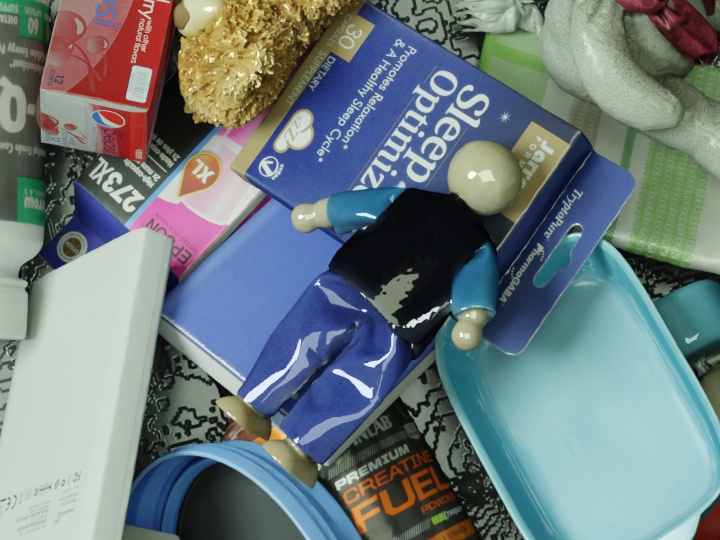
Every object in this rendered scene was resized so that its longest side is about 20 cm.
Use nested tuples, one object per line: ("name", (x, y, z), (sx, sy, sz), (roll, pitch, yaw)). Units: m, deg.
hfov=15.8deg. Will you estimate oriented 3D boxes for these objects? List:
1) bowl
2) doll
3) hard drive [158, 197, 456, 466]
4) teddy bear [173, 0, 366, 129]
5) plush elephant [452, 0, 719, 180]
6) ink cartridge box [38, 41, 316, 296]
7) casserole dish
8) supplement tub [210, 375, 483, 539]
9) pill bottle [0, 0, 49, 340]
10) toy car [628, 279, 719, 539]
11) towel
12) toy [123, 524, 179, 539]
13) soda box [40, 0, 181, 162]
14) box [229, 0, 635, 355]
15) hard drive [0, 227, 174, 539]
("bowl", (-0.056, 0.188, 1.428), (0.039, 0.200, 0.202), (-22, 86, -40))
("doll", (0.009, 0.010, 1.353), (0.200, 0.048, 0.136), (-49, 58, 0))
("hard drive", (0.000, 0.000, 1.442), (0.132, 0.025, 0.200), (37, 64, 21))
("teddy bear", (-0.037, -0.171, 1.435), (0.200, 0.145, 0.067), (-43, 122, -4))
("plush elephant", (0.157, -0.171, 1.435), (0.199, 0.155, 0.165), (16, 52, 6))
("ink cartridge box", (-0.093, -0.058, 1.493), (0.095, 0.037, 0.200), (41, 89, 23))
("casserole dish", (0.120, 0.074, 1.370), (0.121, 0.039, 0.201), (-34, 61, 10))
("supplement tub", (-0.009, 0.121, 1.457), (0.107, 0.107, 0.201), (-31, 82, -2))
("pill bottle", (-0.233, -0.062, 1.466), (0.112, 0.113, 0.202), (1, 88, 0))
("toy car", (0.181, 0.133, 1.461), (0.200, 0.177, 0.185), (-35, 73, 26))
("towel", (0.157, -0.073, 1.472), (0.199, 0.031, 0.150), (15, 49, 0))
("toy", (-0.193, 0.192, 1.471), (0.199, 0.047, 0.116), (8, 77, 29))
("soda box", (-0.130, -0.167, 1.463), (0.063, 0.070, 0.201), (11, 66, -1))
("box", (0.039, -0.054, 1.409), (0.200, 0.032, 0.121), (34, 86, 26))
("hard drive", (-0.159, 0.087, 1.420), (0.027, 0.132, 0.201), (21, 64, -30))
